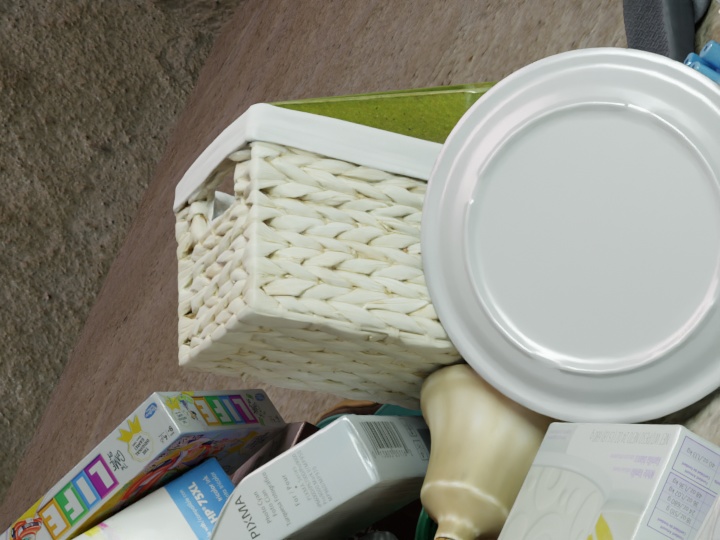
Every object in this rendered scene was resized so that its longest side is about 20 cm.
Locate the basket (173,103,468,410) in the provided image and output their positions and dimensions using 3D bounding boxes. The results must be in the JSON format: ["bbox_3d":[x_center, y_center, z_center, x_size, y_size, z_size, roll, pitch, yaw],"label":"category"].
[{"bbox_3d":[0.000,0.000,0.983,0.136,0.200,0.124,143,133,-57],"label":"basket"}]

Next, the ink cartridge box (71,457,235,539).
[{"bbox_3d":[-0.165,0.216,1.104,0.200,0.067,0.116,-29,-20,-20],"label":"ink cartridge box"}]

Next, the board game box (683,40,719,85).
[{"bbox_3d":[0.231,-0.087,0.965,0.200,0.026,0.200,-37,27,56],"label":"board game box"}]

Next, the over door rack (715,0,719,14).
[{"bbox_3d":[0.249,-0.207,0.948,0.148,0.067,0.200,-46,6,15],"label":"over door rack"}]

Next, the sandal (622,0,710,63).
[{"bbox_3d":[0.218,-0.179,1.178,0.076,0.043,0.200,127,156,-54],"label":"sandal"}]

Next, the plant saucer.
[{"bbox_3d":[0.073,-0.096,1.085,0.200,0.200,0.048,2,100,48],"label":"plant saucer"}]

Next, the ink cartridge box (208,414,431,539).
[{"bbox_3d":[-0.050,0.153,1.022,0.200,0.047,0.160,-31,-14,16],"label":"ink cartridge box"}]

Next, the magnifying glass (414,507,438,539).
[{"bbox_3d":[0.054,0.188,1.039,0.080,0.022,0.200,-54,17,36],"label":"magnifying glass"}]

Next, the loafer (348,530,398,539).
[{"bbox_3d":[-0.004,0.206,1.055,0.200,0.073,0.072,145,131,-69],"label":"loafer"}]

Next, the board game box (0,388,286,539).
[{"bbox_3d":[-0.158,0.154,1.127,0.200,0.034,0.134,-43,-20,19],"label":"board game box"}]

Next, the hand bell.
[{"bbox_3d":[0.046,0.161,0.916,0.104,0.104,0.200,-39,20,55],"label":"hand bell"}]

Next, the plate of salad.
[{"bbox_3d":[0.130,-0.018,0.897,0.200,0.200,0.048,-57,-16,14],"label":"plate of salad"}]

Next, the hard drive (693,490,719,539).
[{"bbox_3d":[0.209,0.079,0.694,0.200,0.038,0.140,-60,15,-2],"label":"hard drive"}]

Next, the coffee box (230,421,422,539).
[{"bbox_3d":[-0.041,0.171,1.215,0.080,0.113,0.200,-64,14,-16],"label":"coffee box"}]

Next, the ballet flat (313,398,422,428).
[{"bbox_3d":[0.028,0.111,1.235,0.063,0.069,0.200,-36,4,-30],"label":"ballet flat"}]

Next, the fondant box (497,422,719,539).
[{"bbox_3d":[0.105,0.175,0.821,0.200,0.058,0.144,-65,14,-13],"label":"fondant box"}]
